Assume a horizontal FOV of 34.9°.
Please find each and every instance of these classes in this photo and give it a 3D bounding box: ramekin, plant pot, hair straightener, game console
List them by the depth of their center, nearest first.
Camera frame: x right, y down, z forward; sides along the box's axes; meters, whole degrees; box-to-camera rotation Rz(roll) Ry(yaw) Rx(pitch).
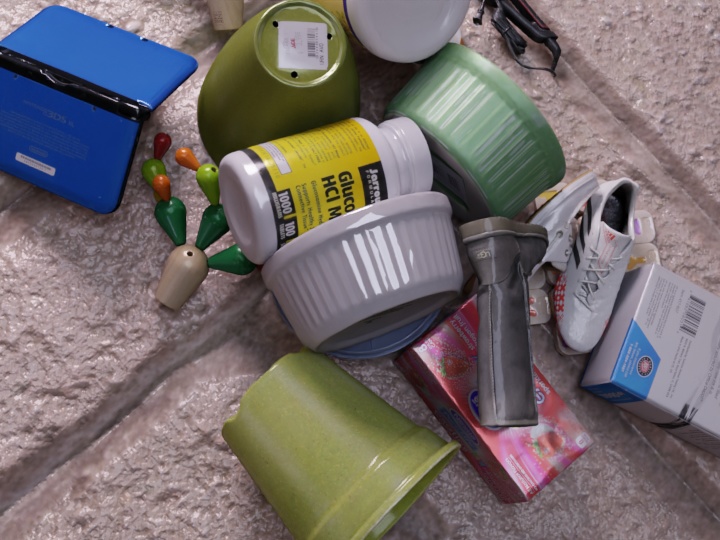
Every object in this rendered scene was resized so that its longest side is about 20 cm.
[{"bbox_3d":[0.009,0.008,1.125,0.200,0.202,0.095,-19,79,-14],"label":"ramekin"},{"bbox_3d":[-0.033,0.182,1.144,0.184,0.201,0.200,43,73,14],"label":"plant pot"},{"bbox_3d":[-0.075,-0.199,1.204,0.185,0.200,0.190,3,76,-10],"label":"plant pot"},{"bbox_3d":[-0.299,-0.176,1.223,0.198,0.118,0.173,23,104,14],"label":"game console"},{"bbox_3d":[0.116,-0.137,1.233,0.098,0.200,0.200,-44,88,-9],"label":"ramekin"},{"bbox_3d":[0.164,-0.304,1.364,0.077,0.041,0.201,-39,91,-16],"label":"hair straightener"}]

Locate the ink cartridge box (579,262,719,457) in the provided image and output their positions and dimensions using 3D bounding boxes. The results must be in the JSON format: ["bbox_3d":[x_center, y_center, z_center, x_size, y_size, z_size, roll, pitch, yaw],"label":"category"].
[{"bbox_3d":[0.366,0.104,1.272,0.198,0.084,0.147,28,74,-10],"label":"ink cartridge box"}]

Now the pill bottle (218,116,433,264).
[{"bbox_3d":[-0.032,-0.087,1.143,0.198,0.112,0.114,-19,81,-21],"label":"pill bottle"}]

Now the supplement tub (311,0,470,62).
[{"bbox_3d":[0.013,-0.317,1.222,0.144,0.200,0.147,-13,120,-24],"label":"supplement tub"}]

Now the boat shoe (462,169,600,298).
[{"bbox_3d":[0.204,-0.026,1.275,0.069,0.071,0.200,44,87,6],"label":"boat shoe"}]

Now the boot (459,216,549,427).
[{"bbox_3d":[0.155,0.055,1.148,0.072,0.181,0.203,-17,80,30],"label":"boot"}]

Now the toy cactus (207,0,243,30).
[{"bbox_3d":[-0.155,-0.350,1.259,0.197,0.102,0.167,-1,105,17],"label":"toy cactus"}]

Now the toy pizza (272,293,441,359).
[{"bbox_3d":[0.000,0.000,1.244,0.197,0.032,0.203,-2,71,5],"label":"toy pizza"}]

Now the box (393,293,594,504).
[{"bbox_3d":[0.139,0.139,1.221,0.102,0.095,0.201,-36,86,-16],"label":"box"}]

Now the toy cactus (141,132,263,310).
[{"bbox_3d":[-0.166,-0.038,1.217,0.199,0.102,0.166,33,93,-3],"label":"toy cactus"}]

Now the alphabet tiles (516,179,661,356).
[{"bbox_3d":[0.258,-0.005,1.320,0.193,0.015,0.203,-5,79,-12],"label":"alphabet tiles"}]

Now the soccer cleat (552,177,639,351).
[{"bbox_3d":[0.265,-0.010,1.270,0.068,0.085,0.202,20,74,-6],"label":"soccer cleat"}]

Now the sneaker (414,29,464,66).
[{"bbox_3d":[0.068,-0.320,1.341,0.084,0.073,0.202,1,65,-46],"label":"sneaker"}]
